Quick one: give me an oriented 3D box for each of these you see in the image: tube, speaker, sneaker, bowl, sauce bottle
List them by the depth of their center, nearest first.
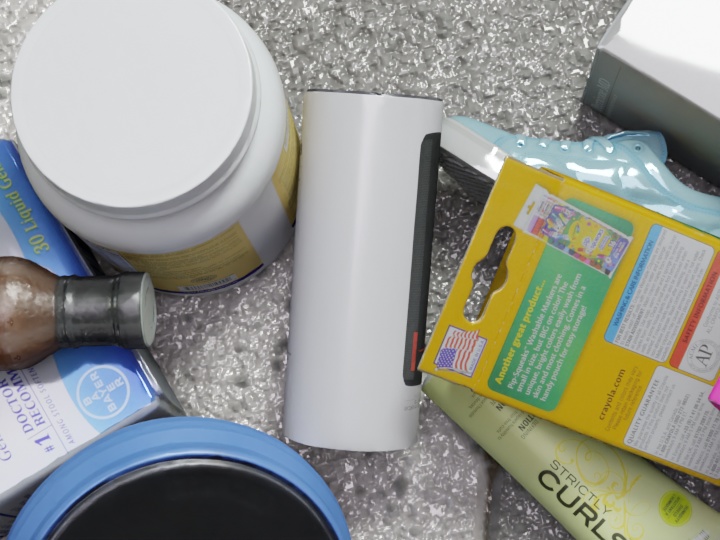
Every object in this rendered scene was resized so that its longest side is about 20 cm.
[{"bbox_3d":[-0.209,0.022,0.800,0.199,0.065,0.065,-3,79,3],"label":"sauce bottle"},{"bbox_3d":[-0.097,0.180,0.832,0.200,0.039,0.201,-4,104,-14],"label":"bowl"},{"bbox_3d":[0.000,0.000,0.864,0.081,0.081,0.201,5,94,4],"label":"speaker"},{"bbox_3d":[0.126,0.114,0.878,0.200,0.052,0.058,42,122,6],"label":"tube"},{"bbox_3d":[0.137,-0.054,0.899,0.200,0.074,0.082,28,81,-3],"label":"sneaker"}]

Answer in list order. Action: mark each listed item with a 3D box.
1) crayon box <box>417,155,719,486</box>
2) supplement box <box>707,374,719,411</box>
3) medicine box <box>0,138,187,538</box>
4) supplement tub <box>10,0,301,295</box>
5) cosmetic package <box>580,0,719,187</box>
[{"bbox_3d":[0.140,0.027,0.835,0.199,0.052,0.126,21,98,-11],"label":"crayon box"},{"bbox_3d":[0.270,0.067,0.786,0.103,0.200,0.101,27,86,32],"label":"supplement box"},{"bbox_3d":[-0.233,0.058,0.880,0.200,0.103,0.182,-32,79,-4],"label":"medicine box"},{"bbox_3d":[-0.108,-0.071,0.848,0.145,0.200,0.146,-1,79,3],"label":"supplement tub"},{"bbox_3d":[0.234,-0.094,0.881,0.200,0.107,0.090,30,81,10],"label":"cosmetic package"}]
